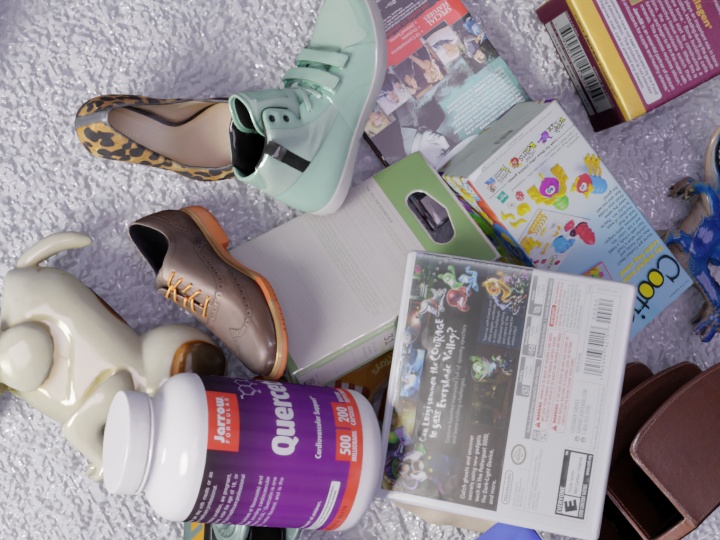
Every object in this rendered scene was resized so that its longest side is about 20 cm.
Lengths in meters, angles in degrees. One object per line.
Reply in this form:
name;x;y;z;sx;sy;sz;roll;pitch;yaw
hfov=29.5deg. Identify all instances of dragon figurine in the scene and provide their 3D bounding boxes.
dragon figurine;0.324;-0.037;1.239;0.099;0.059;0.201;25;86;-7

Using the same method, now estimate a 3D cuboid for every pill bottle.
pill bottle;-0.091;0.139;1.055;0.199;0.112;0.113;8;88;-23

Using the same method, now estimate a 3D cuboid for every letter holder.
letter holder;0.251;0.136;1.148;0.200;0.101;0.142;-27;73;-44

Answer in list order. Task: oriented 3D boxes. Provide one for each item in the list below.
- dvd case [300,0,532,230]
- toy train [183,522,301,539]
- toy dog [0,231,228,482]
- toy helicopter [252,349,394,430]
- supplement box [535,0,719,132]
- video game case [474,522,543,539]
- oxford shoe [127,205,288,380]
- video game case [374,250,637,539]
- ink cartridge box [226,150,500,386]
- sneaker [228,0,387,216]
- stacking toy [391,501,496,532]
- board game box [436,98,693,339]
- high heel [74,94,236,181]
dvd case;0.062;-0.157;1.222;0.146;0.022;0.200;-38;94;-7
toy train;-0.108;0.258;1.148;0.085;0.114;0.201;5;85;-41
toy dog;-0.209;0.081;1.137;0.199;0.140;0.195;16;69;-9
toy helicopter;0.003;0.105;1.180;0.200;0.079;0.132;-43;112;1
supplement box;0.278;-0.227;1.212;0.199;0.103;0.131;-27;93;-7
video game case;0.080;0.308;1.146;0.200;0.181;0.045;-36;54;-7
oxford shoe;-0.126;0.022;1.117;0.073;0.200;0.071;-5;128;-37
video game case;0.112;0.096;1.074;0.181;0.023;0.201;9;92;14
ink cartridge box;0.000;0.000;1.159;0.199;0.048;0.146;-28;54;-10
sneaker;-0.047;-0.154;1.131;0.118;0.074;0.201;17;82;-47
stacking toy;0.104;0.119;1.190;0.146;0.146;0.201;18;69;-8
board game box;0.174;-0.037;1.184;0.105;0.103;0.200;-40;102;-6
high heel;-0.133;-0.114;1.132;0.199;0.143;0.072;-3;89;-8
